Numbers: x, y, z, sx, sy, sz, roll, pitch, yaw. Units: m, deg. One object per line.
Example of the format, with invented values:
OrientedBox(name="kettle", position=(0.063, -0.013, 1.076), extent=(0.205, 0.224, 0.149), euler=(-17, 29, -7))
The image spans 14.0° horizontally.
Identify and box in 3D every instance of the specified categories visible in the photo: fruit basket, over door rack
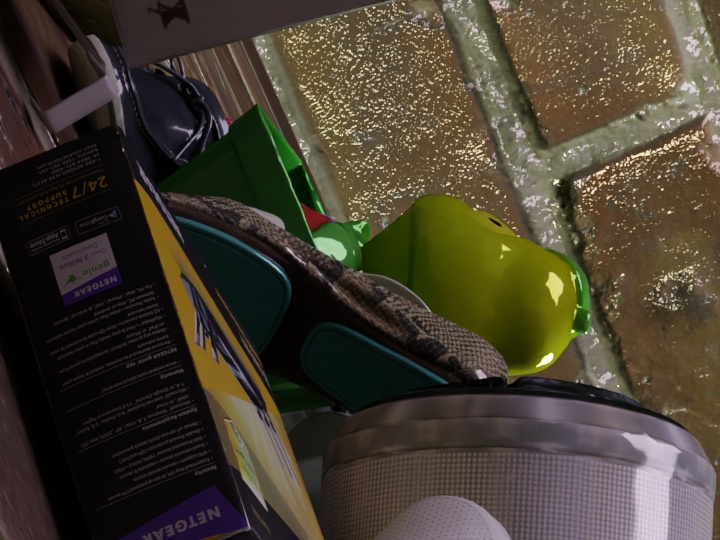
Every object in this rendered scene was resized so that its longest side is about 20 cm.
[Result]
OrientedBox(name="fruit basket", position=(0.000, 0.000, 1.411), extent=(0.216, 0.215, 0.156), euler=(51, 17, -82))
OrientedBox(name="over door rack", position=(-0.150, -0.177, 1.275), extent=(0.200, 0.066, 0.148), euler=(-110, 176, -47))

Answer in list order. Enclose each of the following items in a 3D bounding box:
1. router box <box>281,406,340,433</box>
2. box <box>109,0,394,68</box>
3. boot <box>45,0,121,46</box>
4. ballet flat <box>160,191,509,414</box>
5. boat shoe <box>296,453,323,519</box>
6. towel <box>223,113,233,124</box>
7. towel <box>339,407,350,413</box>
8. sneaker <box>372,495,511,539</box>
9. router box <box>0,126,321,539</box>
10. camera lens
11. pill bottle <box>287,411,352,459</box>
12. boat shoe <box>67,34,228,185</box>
OrientedBox(name="router box", position=(-0.042, 0.064, 1.633), extent=(0.157, 0.052, 0.200), euler=(-111, 177, -49))
OrientedBox(name="box", position=(-0.025, -0.214, 1.283), extent=(0.131, 0.200, 0.199), euler=(-63, 140, -73))
OrientedBox(name="boot", position=(-0.149, -0.207, 1.525), extent=(0.200, 0.072, 0.155), euler=(79, -10, -76))
OrientedBox(name="ballet flat", position=(-0.024, 0.015, 1.275), extent=(0.200, 0.068, 0.075), euler=(28, 33, -3))
OrientedBox(name="boat shoe", position=(-0.025, 0.135, 1.306), extent=(0.201, 0.070, 0.072), euler=(-81, 158, -77))
OrientedBox(name="towel", position=(-0.010, 0.004, 1.651), extent=(0.200, 0.022, 0.145), euler=(46, -7, 34))
OrientedBox(name="towel", position=(0.026, 0.129, 1.628), extent=(0.144, 0.023, 0.200), euler=(-109, 176, -64))
OrientedBox(name="sneaker", position=(0.003, 0.117, 0.925), extent=(0.200, 0.073, 0.116), euler=(-65, 152, -46))
OrientedBox(name="router box", position=(-0.060, 0.064, 1.035), extent=(0.200, 0.052, 0.158), euler=(63, 6, -63))
OrientedBox(name="camera lens", position=(0.059, 0.151, 1.166), extent=(0.160, 0.160, 0.201), euler=(61, 32, -70))
OrientedBox(name="pill bottle", position=(0.053, 0.131, 1.495), extent=(0.200, 0.120, 0.120), euler=(14, 43, -41))
OrientedBox(name="boat shoe", position=(-0.101, -0.074, 1.490), extent=(0.200, 0.062, 0.075), euler=(58, 12, -69))
